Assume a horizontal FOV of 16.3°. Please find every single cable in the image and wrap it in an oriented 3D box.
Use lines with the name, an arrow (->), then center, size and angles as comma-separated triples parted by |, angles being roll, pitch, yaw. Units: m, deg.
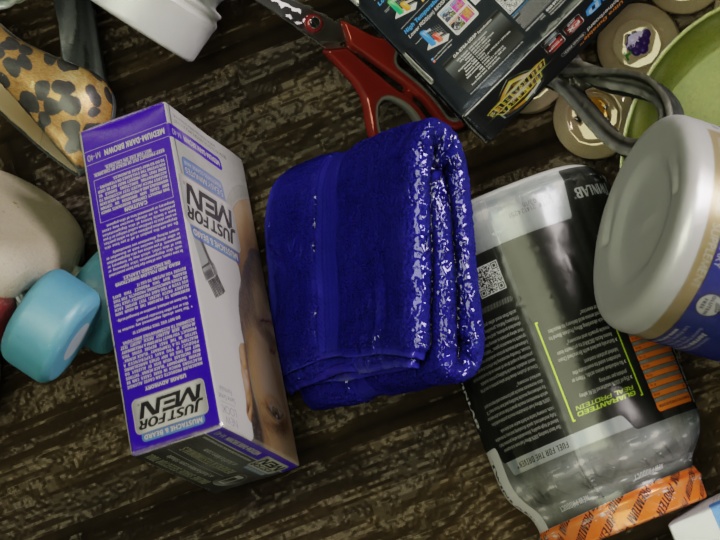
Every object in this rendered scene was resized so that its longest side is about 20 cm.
cable -> 0.103, -0.125, 1.430 | 0.097, 0.050, 0.201 | -42, 49, 14

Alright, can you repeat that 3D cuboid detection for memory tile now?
memory tile -> 0.184, -0.119, 1.471 | 0.199, 0.017, 0.154 | 34, 94, 11

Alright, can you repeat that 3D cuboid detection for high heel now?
high heel -> -0.249, -0.109, 1.518 | 0.198, 0.071, 0.144 | -11, 67, 3

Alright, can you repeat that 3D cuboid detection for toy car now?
toy car -> -0.257, 0.043, 1.484 | 0.184, 0.177, 0.201 | 32, 105, 8

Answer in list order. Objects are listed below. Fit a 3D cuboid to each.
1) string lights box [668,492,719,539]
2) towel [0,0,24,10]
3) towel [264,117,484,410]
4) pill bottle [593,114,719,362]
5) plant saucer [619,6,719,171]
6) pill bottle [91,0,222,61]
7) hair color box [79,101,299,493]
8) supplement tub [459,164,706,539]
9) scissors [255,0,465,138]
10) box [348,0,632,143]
string lights box -> 0.275, 0.124, 1.393 | 0.199, 0.103, 0.059 | -24, 84, 10
towel -> -0.155, -0.260, 1.453 | 0.171, 0.048, 0.201 | -31, 39, 37
towel -> 0.000, 0.000, 1.419 | 0.049, 0.200, 0.149 | -4, 85, -27
pill bottle -> 0.237, 0.000, 1.351 | 0.199, 0.120, 0.121 | 16, 90, -16
plant saucer -> 0.245, -0.059, 1.430 | 0.198, 0.031, 0.202 | 0, 92, -1
pill bottle -> -0.087, -0.233, 1.484 | 0.114, 0.114, 0.201 | 33, 94, 12
hair color box -> -0.098, 0.017, 1.448 | 0.064, 0.109, 0.202 | -17, 69, 18
supplement tub -> 0.116, 0.052, 1.420 | 0.122, 0.123, 0.201 | -22, 82, 9
scissors -> -0.015, -0.143, 1.466 | 0.200, 0.014, 0.073 | 44, 77, -15
box -> 0.087, -0.197, 1.418 | 0.200, 0.046, 0.159 | -45, 61, 5
